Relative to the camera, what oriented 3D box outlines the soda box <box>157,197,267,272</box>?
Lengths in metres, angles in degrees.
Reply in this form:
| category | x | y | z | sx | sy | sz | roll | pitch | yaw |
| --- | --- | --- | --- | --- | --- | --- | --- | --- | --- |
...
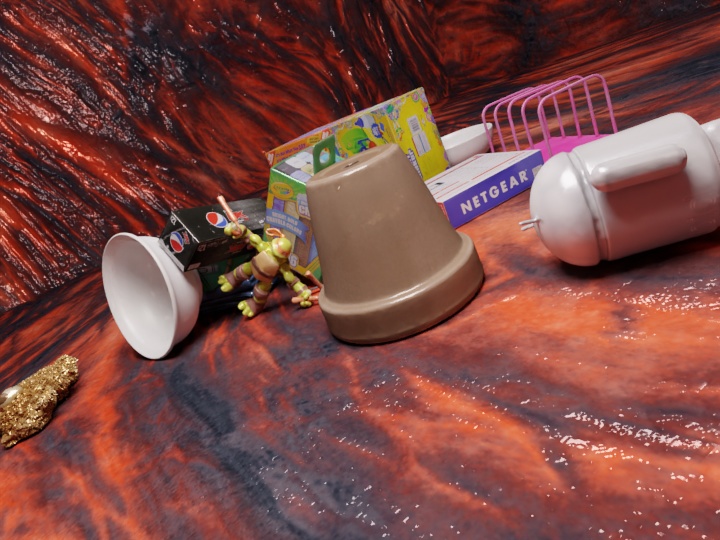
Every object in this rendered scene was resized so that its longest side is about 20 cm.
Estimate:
| category | x | y | z | sx | sy | sz | roll | pitch | yaw |
| --- | --- | --- | --- | --- | --- | --- | --- | --- | --- |
| soda box | -0.213 | -0.062 | 0.805 | 0.063 | 0.071 | 0.200 | -53 | -15 | 29 |

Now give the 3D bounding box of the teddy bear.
| category | x | y | z | sx | sy | sz | roll | pitch | yaw |
| --- | --- | --- | --- | --- | --- | --- | --- | --- | --- |
| teddy bear | -0.501 | 0.186 | 0.779 | 0.144 | 0.067 | 0.200 | -25 | 17 | 4 |

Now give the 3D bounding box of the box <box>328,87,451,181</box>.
| category | x | y | z | sx | sy | sz | roll | pitch | yaw |
| --- | --- | --- | --- | --- | --- | --- | --- | --- | --- |
| box | 0.065 | -0.247 | 1.077 | 0.122 | 0.201 | 0.192 | -35 | 20 | -30 |

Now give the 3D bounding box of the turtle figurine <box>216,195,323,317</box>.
| category | x | y | z | sx | sy | sz | roll | pitch | yaw |
| --- | --- | --- | --- | --- | --- | --- | --- | --- | --- |
| turtle figurine | -0.147 | -0.011 | 0.740 | 0.161 | 0.200 | 0.065 | -39 | 14 | 40 |

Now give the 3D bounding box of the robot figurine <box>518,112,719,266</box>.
| category | x | y | z | sx | sy | sz | roll | pitch | yaw |
| --- | --- | --- | --- | --- | --- | --- | --- | --- | --- |
| robot figurine | 0.249 | -0.072 | 0.479 | 0.198 | 0.114 | 0.169 | -18 | -19 | 19 |

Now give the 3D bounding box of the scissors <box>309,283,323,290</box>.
| category | x | y | z | sx | sy | sz | roll | pitch | yaw |
| --- | --- | --- | --- | --- | --- | --- | --- | --- | --- |
| scissors | 0.000 | 0.000 | 0.765 | 0.199 | 0.014 | 0.073 | -17 | 21 | 24 |

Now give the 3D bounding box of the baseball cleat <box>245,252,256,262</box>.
| category | x | y | z | sx | sy | sz | roll | pitch | yaw |
| --- | --- | --- | --- | --- | --- | --- | --- | --- | --- |
| baseball cleat | -0.216 | -0.037 | 1.017 | 0.199 | 0.070 | 0.106 | -29 | 8 | 6 |

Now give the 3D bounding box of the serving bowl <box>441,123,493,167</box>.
| category | x | y | z | sx | sy | sz | roll | pitch | yaw |
| --- | --- | --- | --- | --- | --- | --- | --- | --- | --- |
| serving bowl | 0.214 | -0.268 | 1.168 | 0.199 | 0.066 | 0.200 | -22 | 18 | 7 |

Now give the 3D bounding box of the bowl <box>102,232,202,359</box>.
| category | x | y | z | sx | sy | sz | roll | pitch | yaw |
| --- | --- | --- | --- | --- | --- | --- | --- | --- | --- |
| bowl | -0.316 | 0.031 | 0.808 | 0.200 | 0.203 | 0.090 | -8 | 8 | 40 |

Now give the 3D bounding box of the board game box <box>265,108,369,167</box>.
| category | x | y | z | sx | sy | sz | roll | pitch | yaw |
| --- | --- | --- | --- | --- | --- | --- | --- | --- | --- |
| board game box | -0.068 | -0.249 | 1.254 | 0.199 | 0.201 | 0.200 | -6 | 25 | 43 |

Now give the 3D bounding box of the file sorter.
| category | x | y | z | sx | sy | sz | roll | pitch | yaw |
| --- | --- | --- | --- | --- | --- | --- | --- | --- | --- |
| file sorter | 0.323 | -0.255 | 0.893 | 0.138 | 0.126 | 0.200 | -26 | 18 | -8 |

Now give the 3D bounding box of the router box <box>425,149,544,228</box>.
| category | x | y | z | sx | sy | sz | roll | pitch | yaw |
| --- | --- | --- | --- | --- | --- | --- | --- | --- | --- |
| router box | 0.181 | -0.141 | 0.872 | 0.199 | 0.049 | 0.179 | -28 | 18 | -14 |

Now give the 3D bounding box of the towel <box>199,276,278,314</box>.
| category | x | y | z | sx | sy | sz | roll | pitch | yaw |
| --- | --- | --- | --- | --- | --- | --- | --- | --- | --- |
| towel | -0.239 | 0.034 | 0.908 | 0.199 | 0.049 | 0.112 | -15 | 21 | 30 |

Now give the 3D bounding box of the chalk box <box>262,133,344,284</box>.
| category | x | y | z | sx | sy | sz | roll | pitch | yaw |
| --- | --- | --- | --- | --- | --- | --- | --- | --- | --- |
| chalk box | -0.063 | -0.106 | 0.790 | 0.123 | 0.201 | 0.124 | 28 | 39 | 15 |

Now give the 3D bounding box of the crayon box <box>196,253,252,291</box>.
| category | x | y | z | sx | sy | sz | roll | pitch | yaw |
| --- | --- | --- | --- | --- | --- | --- | --- | --- | --- |
| crayon box | -0.255 | -0.039 | 0.931 | 0.118 | 0.059 | 0.200 | -9 | 30 | 39 |

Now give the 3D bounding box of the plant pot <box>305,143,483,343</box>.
| category | x | y | z | sx | sy | sz | roll | pitch | yaw |
| --- | --- | --- | --- | --- | --- | --- | --- | --- | --- |
| plant pot | 0.021 | -0.043 | 0.585 | 0.199 | 0.176 | 0.200 | -21 | 18 | 7 |
